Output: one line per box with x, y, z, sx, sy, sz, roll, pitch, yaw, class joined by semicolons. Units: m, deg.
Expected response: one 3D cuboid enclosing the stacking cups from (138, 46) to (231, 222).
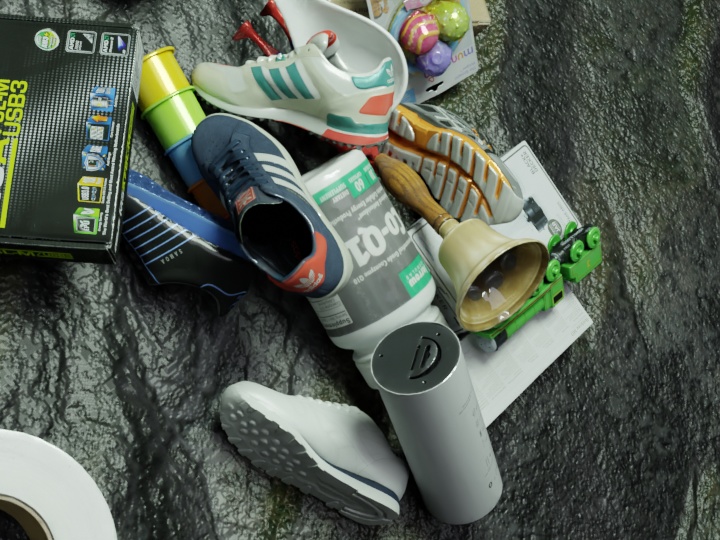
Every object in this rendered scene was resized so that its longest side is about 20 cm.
-0.145;-0.105;0.959;0.060;0.060;0.201;-35;97;-31;stacking cups

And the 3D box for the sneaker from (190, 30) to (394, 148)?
-0.059;-0.181;0.961;0.198;0.094;0.070;18;21;12;sneaker

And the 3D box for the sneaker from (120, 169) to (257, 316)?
-0.184;-0.033;0.908;0.198;0.070;0.079;27;99;-1;sneaker

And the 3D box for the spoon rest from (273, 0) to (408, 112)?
-0.035;-0.227;0.983;0.201;0.099;0.061;53;24;-3;spoon rest

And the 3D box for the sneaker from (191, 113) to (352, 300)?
-0.087;-0.061;0.865;0.200;0.075;0.084;48;16;20;sneaker

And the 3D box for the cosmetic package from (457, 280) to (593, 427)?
0.146;0.080;1.064;0.199;0.051;0.083;-37;91;-32;cosmetic package

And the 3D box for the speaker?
0.071;0.139;0.928;0.081;0.081;0.201;-52;141;-30;speaker

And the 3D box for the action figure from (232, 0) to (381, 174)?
-0.040;-0.174;1.038;0.200;0.052;0.065;48;64;-8;action figure

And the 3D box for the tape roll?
-0.285;0.223;0.776;0.200;0.071;0.205;9;71;-27;tape roll

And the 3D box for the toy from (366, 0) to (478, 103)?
0.069;-0.246;1.031;0.114;0.047;0.201;-29;135;-12;toy

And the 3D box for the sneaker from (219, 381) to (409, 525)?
-0.039;0.150;0.939;0.199;0.076;0.081;38;52;-22;sneaker

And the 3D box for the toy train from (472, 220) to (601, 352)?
0.177;0.015;1.042;0.199;0.041;0.057;-35;127;-32;toy train

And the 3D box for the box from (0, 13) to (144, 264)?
-0.283;-0.111;0.850;0.190;0.048;0.203;5;73;-4;box

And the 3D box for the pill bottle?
0.000;0.000;0.966;0.113;0.113;0.201;-37;102;-31;pill bottle

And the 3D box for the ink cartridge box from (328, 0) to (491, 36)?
0.022;-0.318;1.099;0.198;0.075;0.167;-10;82;-31;ink cartridge box

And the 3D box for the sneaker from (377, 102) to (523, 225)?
0.095;-0.115;1.035;0.077;0.079;0.200;-15;45;-38;sneaker

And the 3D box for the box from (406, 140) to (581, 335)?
0.126;-0.033;1.081;0.200;0.060;0.117;-39;96;-32;box

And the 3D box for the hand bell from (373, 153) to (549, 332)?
0.075;-0.047;0.982;0.103;0.105;0.200;-17;49;-31;hand bell
